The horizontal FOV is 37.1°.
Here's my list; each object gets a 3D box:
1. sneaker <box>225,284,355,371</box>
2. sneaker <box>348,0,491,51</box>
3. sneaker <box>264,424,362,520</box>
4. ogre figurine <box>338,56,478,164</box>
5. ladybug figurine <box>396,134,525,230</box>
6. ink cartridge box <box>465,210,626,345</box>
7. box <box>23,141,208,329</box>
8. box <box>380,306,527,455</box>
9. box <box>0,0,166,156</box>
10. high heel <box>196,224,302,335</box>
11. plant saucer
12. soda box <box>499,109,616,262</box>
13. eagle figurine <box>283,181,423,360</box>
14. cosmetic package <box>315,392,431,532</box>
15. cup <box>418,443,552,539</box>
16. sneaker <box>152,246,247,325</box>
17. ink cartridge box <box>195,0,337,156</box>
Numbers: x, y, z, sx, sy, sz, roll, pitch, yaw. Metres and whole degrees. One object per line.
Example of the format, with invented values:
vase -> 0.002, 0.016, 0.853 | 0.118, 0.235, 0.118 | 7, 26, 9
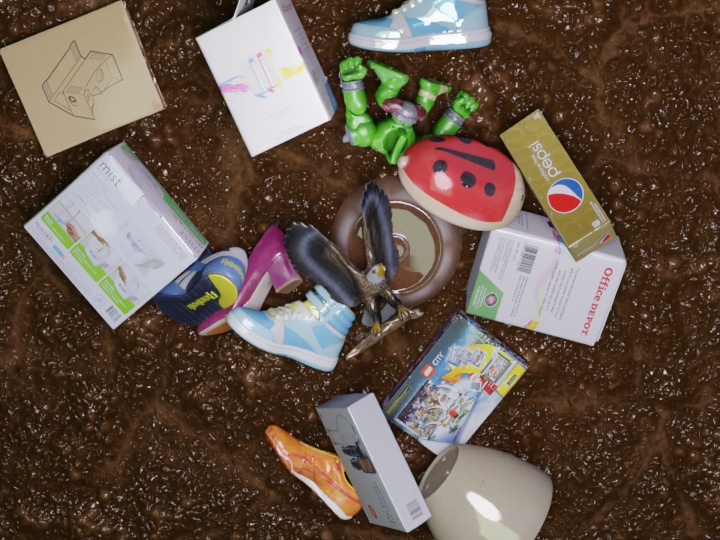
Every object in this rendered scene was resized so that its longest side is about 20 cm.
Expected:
sneaker -> -0.094, 0.059, 1.585 | 0.198, 0.080, 0.132 | 22, 104, -35
sneaker -> 0.079, -0.368, 1.463 | 0.196, 0.080, 0.133 | -4, 107, -5
sneaker -> -0.070, 0.303, 1.686 | 0.200, 0.073, 0.077 | 43, 84, -13
ogre figurine -> 0.053, -0.217, 1.500 | 0.197, 0.098, 0.122 | 9, 110, -34
ladybug figurine -> 0.143, -0.127, 1.456 | 0.197, 0.138, 0.072 | 11, 144, -24
ink cartridge box -> 0.264, 0.006, 1.549 | 0.196, 0.084, 0.147 | 14, 118, -1
box -> -0.355, -0.052, 1.577 | 0.176, 0.097, 0.201 | -39, 100, 12
box -> 0.142, 0.177, 1.642 | 0.136, 0.038, 0.201 | 36, 105, -7
box -> -0.399, -0.276, 1.555 | 0.197, 0.021, 0.166 | -19, 104, 8
high heel -> -0.180, 0.019, 1.616 | 0.199, 0.067, 0.097 | -34, 70, 26
plant saucer -> 0.052, -0.036, 1.588 | 0.196, 0.037, 0.204 | 1, 107, 4
soda box -> 0.270, -0.118, 1.479 | 0.067, 0.064, 0.202 | -32, 63, 10
eagle figurine -> 0.004, -0.003, 1.517 | 0.150, 0.151, 0.202 | -35, 83, 38
cosmetic package -> 0.017, 0.284, 1.606 | 0.051, 0.151, 0.203 | -26, 92, -20
cup -> 0.168, 0.343, 1.600 | 0.143, 0.201, 0.201 | 38, 105, -10
sneaker -> -0.233, 0.022, 1.588 | 0.198, 0.083, 0.074 | -19, 128, 44
ink cartridge box -> -0.130, -0.283, 1.481 | 0.123, 0.129, 0.203 | -23, 103, 10
